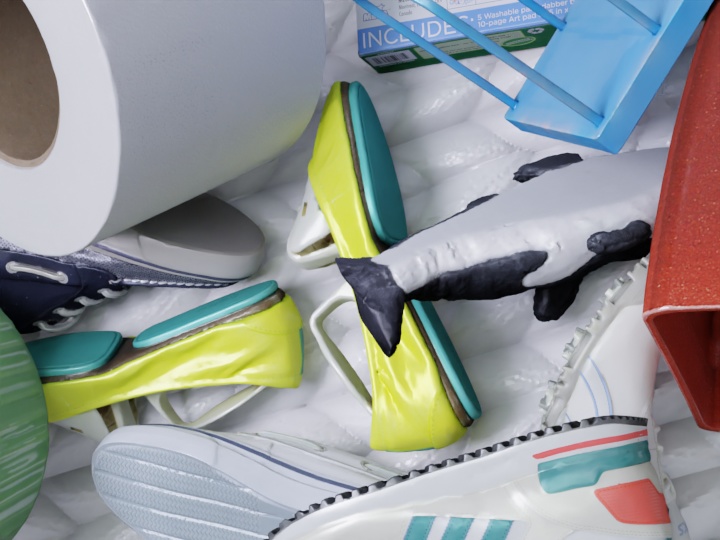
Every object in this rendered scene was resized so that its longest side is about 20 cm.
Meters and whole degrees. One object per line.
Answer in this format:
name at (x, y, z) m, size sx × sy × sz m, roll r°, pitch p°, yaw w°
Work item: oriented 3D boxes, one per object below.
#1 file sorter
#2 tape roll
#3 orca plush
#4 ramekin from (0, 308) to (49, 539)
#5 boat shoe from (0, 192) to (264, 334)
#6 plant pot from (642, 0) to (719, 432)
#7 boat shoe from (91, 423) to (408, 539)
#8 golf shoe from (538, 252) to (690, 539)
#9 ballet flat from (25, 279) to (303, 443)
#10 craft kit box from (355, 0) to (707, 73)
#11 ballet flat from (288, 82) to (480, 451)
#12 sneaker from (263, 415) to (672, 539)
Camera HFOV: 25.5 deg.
file sorter at (0.101, -0.176, 0.727) m, size 0.122 × 0.139 × 0.201 m, roll 32°, pitch 91°, yaw -15°
tape roll at (-0.133, -0.125, 0.809) m, size 0.202 × 0.139 × 0.204 m, roll 26°, pitch 129°, yaw 37°
orca plush at (0.091, 0.002, 0.787) m, size 0.199 × 0.072 × 0.105 m, roll -27°, pitch 31°, yaw -27°
ramekin at (-0.261, 0.086, 0.828) m, size 0.198 × 0.098 × 0.202 m, roll 2°, pitch 96°, yaw 17°
boat shoe at (-0.154, -0.004, 0.898) m, size 0.198 × 0.075 × 0.093 m, roll 15°, pitch 119°, yaw 7°
plant pot at (0.238, -0.039, 0.702) m, size 0.198 × 0.200 × 0.178 m, roll -3°, pitch 70°, yaw 19°
boat shoe at (-0.041, 0.122, 0.832) m, size 0.199 × 0.067 × 0.074 m, roll 19°, pitch 119°, yaw 14°
golf shoe at (0.126, 0.094, 0.778) m, size 0.097 × 0.078 × 0.201 m, roll 26°, pitch 99°, yaw 15°
ballet flat at (-0.122, 0.061, 0.874) m, size 0.198 × 0.067 × 0.068 m, roll -14°, pitch 104°, yaw 15°
craft kit box at (0.090, -0.219, 0.858) m, size 0.198 × 0.048 × 0.199 m, roll -6°, pitch 81°, yaw 18°
ballet flat at (0.000, 0.000, 0.829) m, size 0.067 × 0.067 × 0.201 m, roll -22°, pitch 76°, yaw 13°
sneaker at (0.048, 0.134, 0.725) m, size 0.198 × 0.070 × 0.094 m, roll -20°, pitch 79°, yaw 13°
